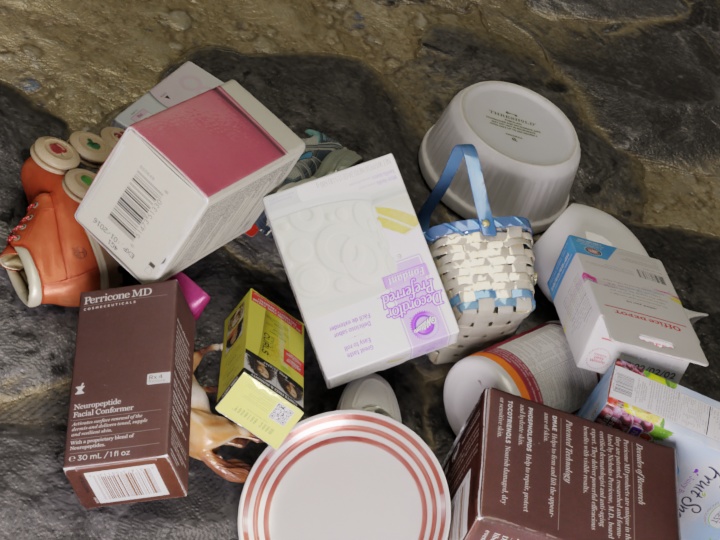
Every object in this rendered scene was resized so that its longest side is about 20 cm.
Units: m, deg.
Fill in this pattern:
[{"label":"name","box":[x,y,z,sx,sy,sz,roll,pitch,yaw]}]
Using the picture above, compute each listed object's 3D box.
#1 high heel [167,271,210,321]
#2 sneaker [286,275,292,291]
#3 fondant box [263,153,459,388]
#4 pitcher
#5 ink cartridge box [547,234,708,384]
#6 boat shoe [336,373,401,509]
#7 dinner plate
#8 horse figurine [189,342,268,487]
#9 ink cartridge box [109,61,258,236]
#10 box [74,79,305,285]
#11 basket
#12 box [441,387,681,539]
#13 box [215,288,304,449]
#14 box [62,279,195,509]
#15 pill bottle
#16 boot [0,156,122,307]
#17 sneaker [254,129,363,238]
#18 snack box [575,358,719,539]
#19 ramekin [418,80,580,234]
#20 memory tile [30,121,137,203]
[{"label":"high heel","box":[-0.200,-0.020,1.649,0.067,0.096,0.201,32,34,-50]},{"label":"sneaker","box":[-0.012,0.007,1.714,0.199,0.105,0.060,36,41,13]},{"label":"fondant box","box":[0.000,0.000,1.641,0.143,0.058,0.202,-19,77,-6]},{"label":"pitcher","box":[0.277,0.029,1.823,0.200,0.121,0.171,44,35,7]},{"label":"ink cartridge box","box":[0.272,0.054,1.660,0.114,0.068,0.201,15,29,-14]},{"label":"boat shoe","box":[0.011,0.167,1.583,0.070,0.070,0.201,18,42,-8]},{"label":"dinner plate","box":[-0.015,0.226,1.484,0.198,0.024,0.202,-3,65,7]},{"label":"horse figurine","box":[-0.150,0.135,1.554,0.132,0.050,0.200,-4,45,-39]},{"label":"ink cartridge box","box":[-0.163,-0.142,1.842,0.199,0.057,0.163,29,40,12]},{"label":"box","box":[-0.165,-0.089,1.594,0.109,0.128,0.200,42,31,7]},{"label":"basket","box":[0.110,-0.011,1.748,0.138,0.177,0.202,-8,64,-19]},{"label":"box","box":[0.174,0.245,1.508,0.198,0.167,0.165,18,40,-8]},{"label":"box","box":[-0.095,0.092,1.564,0.075,0.050,0.200,35,16,-14]},{"label":"box","box":[-0.210,0.111,1.489,0.099,0.075,0.201,-8,49,6]},{"label":"pill bottle","box":[0.190,0.116,1.695,0.199,0.110,0.110,-20,57,-40]},{"label":"boot","box":[-0.324,-0.044,1.642,0.106,0.075,0.201,-10,53,-28]},{"label":"sneaker","box":[-0.081,-0.103,1.819,0.086,0.078,0.200,40,33,10]},{"label":"snack box","box":[0.308,0.194,1.623,0.198,0.169,0.068,22,48,-2]},{"label":"ramekin","box":[0.177,-0.145,1.976,0.200,0.095,0.203,14,42,-13]},{"label":"memory tile","box":[-0.233,-0.099,1.686,0.153,0.017,0.199,44,31,18]}]
